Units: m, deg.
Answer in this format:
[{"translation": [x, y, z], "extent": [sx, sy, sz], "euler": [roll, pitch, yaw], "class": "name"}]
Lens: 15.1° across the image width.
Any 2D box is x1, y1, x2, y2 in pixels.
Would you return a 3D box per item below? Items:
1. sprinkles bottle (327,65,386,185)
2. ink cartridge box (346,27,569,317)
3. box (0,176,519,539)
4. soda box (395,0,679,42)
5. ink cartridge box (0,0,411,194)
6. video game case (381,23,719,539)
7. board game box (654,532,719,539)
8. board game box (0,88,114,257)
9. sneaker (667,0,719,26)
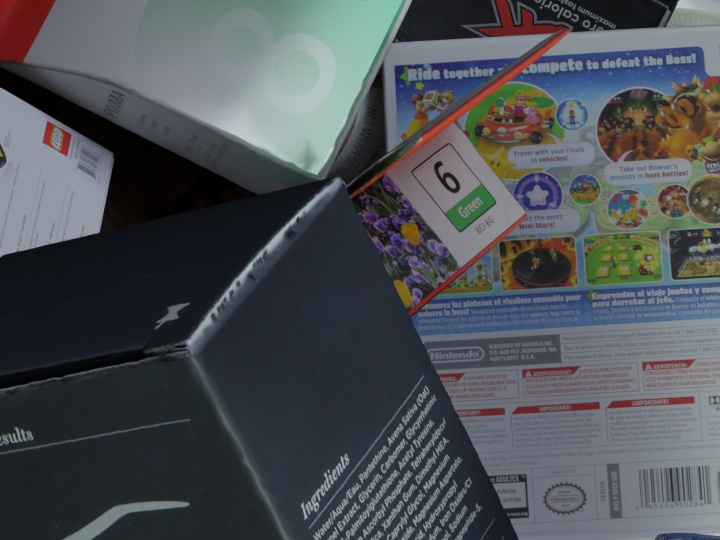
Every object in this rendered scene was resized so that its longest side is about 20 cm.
[{"translation": [0.018, -0.057, 1.120], "extent": [0.200, 0.068, 0.068], "euler": [14, 55, -36], "class": "sprinkles bottle"}, {"translation": [0.000, 0.000, 0.963], "extent": [0.050, 0.200, 0.109], "euler": [52, 41, 0], "class": "ink cartridge box"}, {"translation": [-0.044, 0.088, 0.862], "extent": [0.104, 0.148, 0.200], "euler": [-49, 121, -48], "class": "box"}, {"translation": [0.030, -0.132, 1.118], "extent": [0.200, 0.071, 0.063], "euler": [28, 22, 4], "class": "soda box"}, {"translation": [-0.075, -0.136, 1.022], "extent": [0.200, 0.050, 0.161], "euler": [27, 68, -6], "class": "ink cartridge box"}, {"translation": [0.083, 0.006, 1.042], "extent": [0.143, 0.018, 0.200], "euler": [-3, 77, 3], "class": "video game case"}, {"translation": [0.106, 0.176, 0.900], "extent": [0.200, 0.062, 0.200], "euler": [44, 50, -65], "class": "board game box"}, {"translation": [-0.158, 0.012, 0.935], "extent": [0.126, 0.035, 0.200], "euler": [30, 46, -26], "class": "board game box"}, {"translation": [0.111, -0.158, 1.272], "extent": [0.200, 0.074, 0.116], "euler": [13, 58, -35], "class": "sneaker"}]
